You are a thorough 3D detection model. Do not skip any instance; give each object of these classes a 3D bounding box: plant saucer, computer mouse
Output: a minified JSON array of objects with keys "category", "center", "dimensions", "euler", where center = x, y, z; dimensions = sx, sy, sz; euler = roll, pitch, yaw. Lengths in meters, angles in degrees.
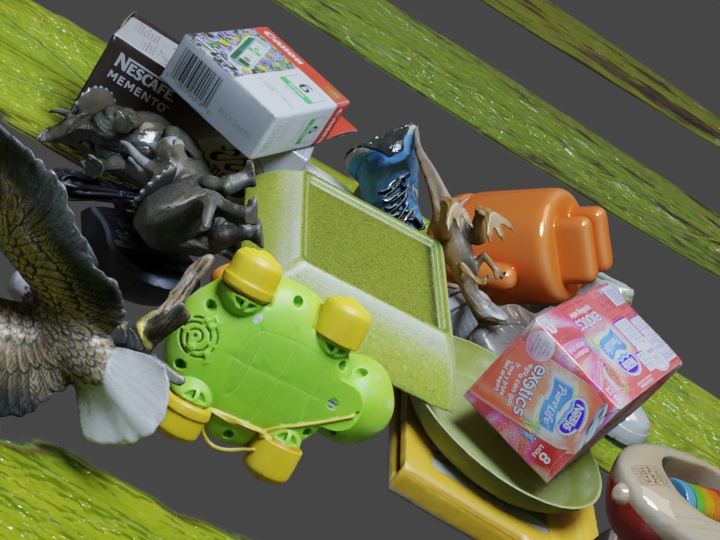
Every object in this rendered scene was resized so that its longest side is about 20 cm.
[{"category":"plant saucer","center":[0.113,0.132,1.241],"dimensions":[0.199,0.031,0.200],"euler":[30,24,-15]},{"category":"plant saucer","center":[0.000,0.000,1.217],"dimensions":[0.199,0.048,0.201],"euler":[27,28,-18]},{"category":"computer mouse","center":[-0.163,-0.013,1.193],"dimensions":[0.140,0.046,0.200],"euler":[11,21,-37]}]

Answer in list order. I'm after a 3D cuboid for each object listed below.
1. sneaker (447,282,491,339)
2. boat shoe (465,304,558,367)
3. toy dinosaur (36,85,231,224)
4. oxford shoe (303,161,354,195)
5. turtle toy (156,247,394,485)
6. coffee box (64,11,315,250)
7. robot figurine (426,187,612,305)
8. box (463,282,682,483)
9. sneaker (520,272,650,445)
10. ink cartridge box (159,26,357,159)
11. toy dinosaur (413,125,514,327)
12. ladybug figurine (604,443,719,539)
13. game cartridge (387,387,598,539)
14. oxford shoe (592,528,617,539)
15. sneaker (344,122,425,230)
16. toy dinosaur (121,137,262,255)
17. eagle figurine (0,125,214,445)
[{"category":"sneaker","center":[0.050,0.034,1.356],"dimensions":[0.079,0.079,0.200],"euler":[39,18,23]},{"category":"boat shoe","center":[0.149,0.079,1.419],"dimensions":[0.200,0.072,0.076],"euler":[5,55,-58]},{"category":"toy dinosaur","center":[-0.170,-0.101,1.234],"dimensions":[0.199,0.077,0.102],"euler":[20,23,-4]},{"category":"oxford shoe","center":[-0.092,-0.086,1.405],"dimensions":[0.199,0.075,0.058],"euler":[32,48,-9]},{"category":"turtle toy","center":[-0.059,0.071,1.080],"dimensions":[0.199,0.146,0.101],"euler":[28,3,-21]},{"category":"coffee box","center":[-0.152,-0.121,1.323],"dimensions":[0.199,0.113,0.080],"euler":[33,23,-8]},{"category":"robot figurine","center":[0.148,-0.023,1.494],"dimensions":[0.117,0.199,0.145],"euler":[52,48,-43]},{"category":"box","center":[0.184,0.090,1.257],"dimensions":[0.103,0.095,0.200],"euler":[46,24,12]},{"category":"sneaker","center":[0.245,0.073,1.510],"dimensions":[0.073,0.116,0.200],"euler":[7,38,-52]},{"category":"ink cartridge box","center":[-0.073,-0.159,1.294],"dimensions":[0.109,0.050,0.200],"euler":[43,27,13]},{"category":"toy dinosaur","center":[0.078,-0.043,1.312],"dimensions":[0.060,0.106,0.201],"euler":[-17,84,-22]},{"category":"ladybug figurine","center":[0.288,0.222,1.337],"dimensions":[0.199,0.072,0.136],"euler":[21,28,-34]},{"category":"game cartridge","center":[0.112,0.170,1.241],"dimensions":[0.199,0.033,0.177],"euler":[30,24,-12]},{"category":"oxford shoe","center":[0.169,0.268,1.095],"dimensions":[0.071,0.071,0.200],"euler":[39,34,-5]},{"category":"sneaker","center":[0.037,-0.068,1.438],"dimensions":[0.090,0.078,0.200],"euler":[62,-10,22]},{"category":"toy dinosaur","center":[-0.124,-0.039,1.089],"dimensions":[0.101,0.078,0.200],"euler":[-7,22,-2]},{"category":"eagle figurine","center":[-0.211,0.019,0.947],"dimensions":[0.200,0.150,0.153],"euler":[35,56,-39]}]
